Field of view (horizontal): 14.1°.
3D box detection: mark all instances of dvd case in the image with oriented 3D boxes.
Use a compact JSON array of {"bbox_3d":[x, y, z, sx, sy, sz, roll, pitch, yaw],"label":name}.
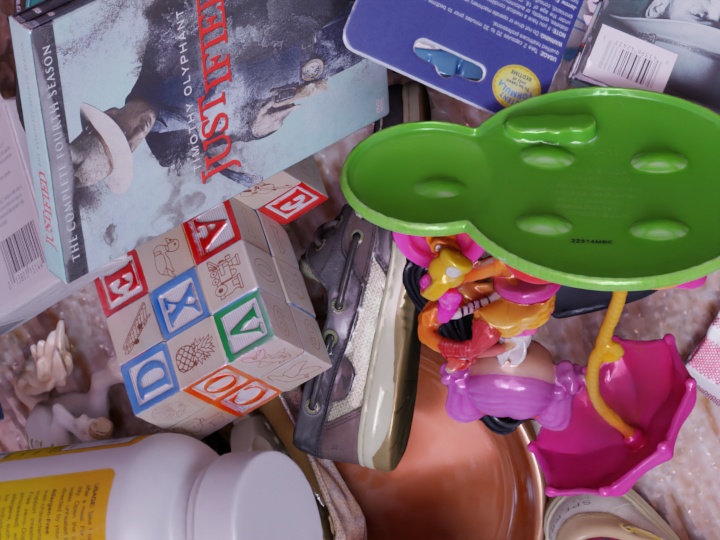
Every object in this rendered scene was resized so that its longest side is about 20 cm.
[{"bbox_3d":[-0.070,-0.095,1.362,0.022,0.200,0.146,36,143,39],"label":"dvd case"},{"bbox_3d":[0.204,-0.158,1.405,0.146,0.022,0.200,22,88,4],"label":"dvd case"}]

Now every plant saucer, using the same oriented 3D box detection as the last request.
[{"bbox_3d":[0.003,0.119,1.558,0.200,0.032,0.201,3,103,14],"label":"plant saucer"}]

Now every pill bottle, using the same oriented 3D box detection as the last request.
[{"bbox_3d":[-0.124,0.141,1.453,0.200,0.113,0.113,-9,101,29],"label":"pill bottle"}]

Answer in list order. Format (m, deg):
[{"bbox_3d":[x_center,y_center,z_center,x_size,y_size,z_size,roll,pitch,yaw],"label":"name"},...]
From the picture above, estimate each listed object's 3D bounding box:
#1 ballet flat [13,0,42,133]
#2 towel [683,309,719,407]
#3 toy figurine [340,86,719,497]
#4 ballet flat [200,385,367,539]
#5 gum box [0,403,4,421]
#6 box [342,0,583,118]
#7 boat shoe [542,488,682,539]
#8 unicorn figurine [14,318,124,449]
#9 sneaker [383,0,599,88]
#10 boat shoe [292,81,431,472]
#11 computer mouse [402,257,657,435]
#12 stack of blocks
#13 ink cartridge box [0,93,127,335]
[{"bbox_3d":[-0.132,-0.151,1.357,0.068,0.068,0.200,13,115,12],"label":"ballet flat"},{"bbox_3d":[0.271,0.012,1.470,0.146,0.030,0.200,33,111,5],"label":"towel"},{"bbox_3d":[0.090,0.028,1.385,0.199,0.150,0.184,2,129,3],"label":"toy figurine"},{"bbox_3d":[-0.060,0.076,1.512,0.068,0.067,0.200,-33,93,18],"label":"ballet flat"},{"bbox_3d":[-0.285,0.005,1.547,0.200,0.045,0.170,-1,106,46],"label":"gum box"},{"bbox_3d":[0.067,-0.180,1.377,0.121,0.032,0.200,22,89,-30],"label":"box"},{"bbox_3d":[0.174,0.189,1.504,0.200,0.066,0.074,37,107,-8],"label":"boat shoe"},{"bbox_3d":[-0.138,0.132,1.571,0.137,0.074,0.200,-28,73,52],"label":"unicorn figurine"},{"bbox_3d":[0.084,-0.134,1.464,0.199,0.075,0.087,3,97,5],"label":"sneaker"},{"bbox_3d":[0.000,0.001,1.488,0.066,0.072,0.201,5,87,6],"label":"boat shoe"},{"bbox_3d":[0.130,0.011,1.466,0.200,0.046,0.141,-23,123,-5],"label":"computer mouse"},{"bbox_3d":[-0.080,-0.030,1.475,0.115,0.059,0.200,-30,60,19],"label":"stack of blocks"},{"bbox_3d":[-0.196,-0.063,1.492,0.045,0.200,0.177,-17,86,-27],"label":"ink cartridge box"}]
